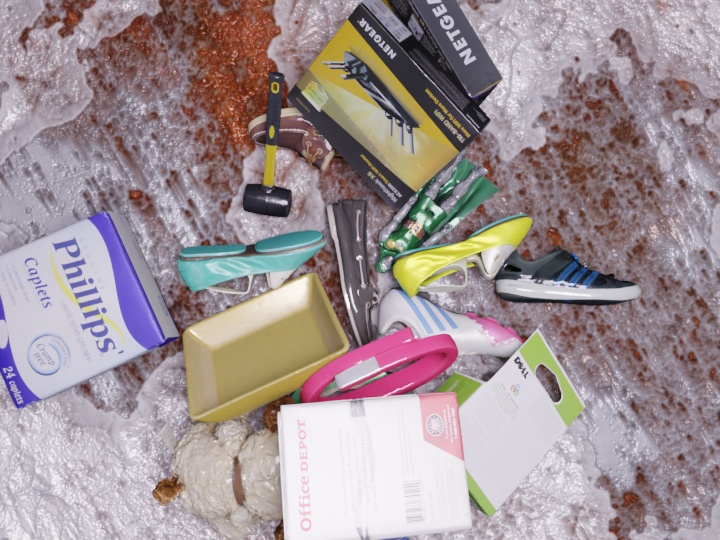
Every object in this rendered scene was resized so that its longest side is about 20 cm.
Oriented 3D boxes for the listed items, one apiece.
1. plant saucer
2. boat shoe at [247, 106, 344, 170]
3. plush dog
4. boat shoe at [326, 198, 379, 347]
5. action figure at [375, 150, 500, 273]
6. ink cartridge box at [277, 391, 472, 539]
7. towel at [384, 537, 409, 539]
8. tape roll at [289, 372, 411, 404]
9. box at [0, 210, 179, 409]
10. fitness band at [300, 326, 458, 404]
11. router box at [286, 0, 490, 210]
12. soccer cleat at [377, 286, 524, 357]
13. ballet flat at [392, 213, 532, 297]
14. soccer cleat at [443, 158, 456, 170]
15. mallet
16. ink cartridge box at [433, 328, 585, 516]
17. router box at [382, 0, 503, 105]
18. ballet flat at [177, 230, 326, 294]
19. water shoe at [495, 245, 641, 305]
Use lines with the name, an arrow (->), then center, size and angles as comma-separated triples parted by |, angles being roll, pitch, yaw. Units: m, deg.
plant saucer -> -0.119, 0.102, 0.893 | 0.199, 0.200, 0.049 | -24, 120, -4
boat shoe -> -0.051, -0.170, 0.950 | 0.198, 0.072, 0.073 | 1, 75, -10
plush dog -> -0.139, 0.244, 0.863 | 0.171, 0.160, 0.202 | -9, 86, 18
boat shoe -> 0.000, 0.000, 0.948 | 0.057, 0.067, 0.202 | -13, 84, 2
action figure -> 0.089, -0.074, 0.967 | 0.118, 0.055, 0.200 | 39, 89, -3
ink cartridge box -> 0.010, 0.218, 0.786 | 0.198, 0.083, 0.148 | -3, 75, -8
towel -> -0.008, 0.356, 0.884 | 0.144, 0.024, 0.201 | -29, 133, -6
tape roll -> -0.012, 0.225, 0.944 | 0.199, 0.048, 0.202 | 0, 86, -3
box -> -0.365, 0.047, 0.905 | 0.199, 0.105, 0.185 | -25, 89, -5
fitness band -> 0.023, 0.126, 0.859 | 0.199, 0.144, 0.038 | -22, 65, -5
router box -> 0.031, -0.196, 0.857 | 0.200, 0.052, 0.157 | 45, 128, -4
soccer cleat -> 0.115, 0.090, 0.946 | 0.199, 0.070, 0.087 | 21, 69, 6
ballet flat -> 0.141, -0.013, 0.932 | 0.199, 0.067, 0.067 | -18, 69, -5
soccer cleat -> 0.070, -0.222, 0.952 | 0.068, 0.073, 0.201 | -35, 85, 12
mallet -> -0.105, -0.154, 0.913 | 0.065, 0.041, 0.201 | 15, 126, -6
ink cartridge box -> 0.179, 0.190, 0.925 | 0.200, 0.076, 0.148 | -41, 109, -17
router box -> 0.092, -0.295, 0.924 | 0.052, 0.157, 0.201 | -31, 90, -9
ballet flat -> -0.141, -0.007, 0.949 | 0.198, 0.067, 0.071 | -8, 111, -4
water shoe -> 0.284, 0.004, 0.963 | 0.198, 0.072, 0.080 | 3, 81, -4
